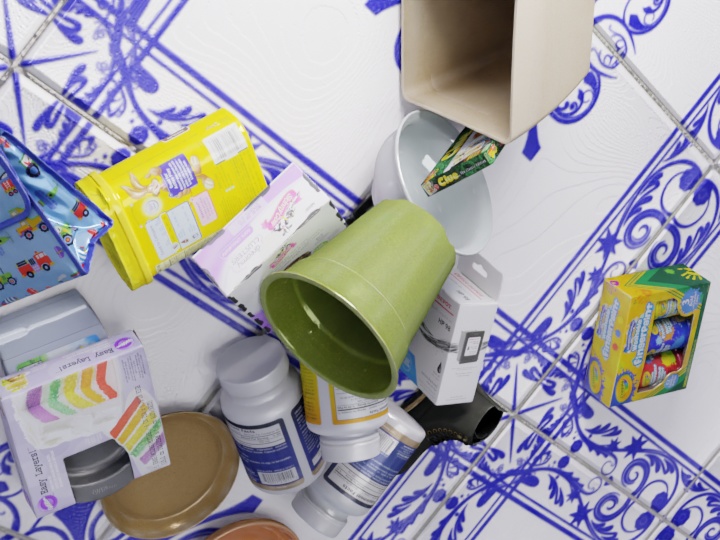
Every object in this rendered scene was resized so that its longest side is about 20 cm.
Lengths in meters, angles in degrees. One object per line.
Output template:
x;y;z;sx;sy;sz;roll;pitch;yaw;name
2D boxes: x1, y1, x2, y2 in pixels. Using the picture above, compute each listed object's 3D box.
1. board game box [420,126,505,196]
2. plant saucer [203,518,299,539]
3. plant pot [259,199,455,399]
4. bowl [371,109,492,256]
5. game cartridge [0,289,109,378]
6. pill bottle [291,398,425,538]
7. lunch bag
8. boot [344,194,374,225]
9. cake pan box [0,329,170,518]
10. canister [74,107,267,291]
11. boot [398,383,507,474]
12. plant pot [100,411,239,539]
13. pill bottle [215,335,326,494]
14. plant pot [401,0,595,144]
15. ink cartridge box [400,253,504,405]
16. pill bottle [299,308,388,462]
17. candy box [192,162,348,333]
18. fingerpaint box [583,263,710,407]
0.153;-0.165;1.665;0.105;0.200;0.023;-30;105;36;board game box
-0.178;0.439;1.903;0.199;0.037;0.201;-15;124;-24;plant saucer
0.014;0.016;1.571;0.190;0.200;0.200;-49;134;-29;plant pot
0.078;-0.099;1.697;0.090;0.202;0.201;-24;141;35;bowl
-0.366;0.126;1.612;0.133;0.040;0.201;-25;126;-23;game cartridge
-0.007;0.278;1.871;0.111;0.111;0.200;34;96;-40;pill bottle
-0.395;-0.072;1.418;0.150;0.094;0.200;-19;125;30;lunch bag
0.000;0.000;1.761;0.132;0.070;0.200;35;88;-33;boot
-0.339;0.192;1.612;0.184;0.052;0.201;-18;124;-20;cake pan box
-0.216;-0.087;1.553;0.200;0.087;0.149;-31;129;-16;canister
0.116;0.240;1.909;0.077;0.138;0.200;22;104;-39;boot
-0.259;0.271;1.765;0.199;0.027;0.201;-15;122;-25;plant pot
-0.121;0.192;1.749;0.115;0.116;0.201;-27;127;-16;pill bottle
0.181;-0.299;1.623;0.177;0.200;0.200;-23;126;-32;plant pot
0.124;0.072;1.836;0.066;0.116;0.201;-2;116;-30;ink cartridge box
-0.022;0.142;1.699;0.109;0.109;0.201;-9;97;-28;pill bottle
-0.097;-0.023;1.612;0.168;0.072;0.200;-43;161;-3;candy box
0.455;0.104;2.087;0.166;0.073;0.201;-9;120;-28;fingerpaint box
